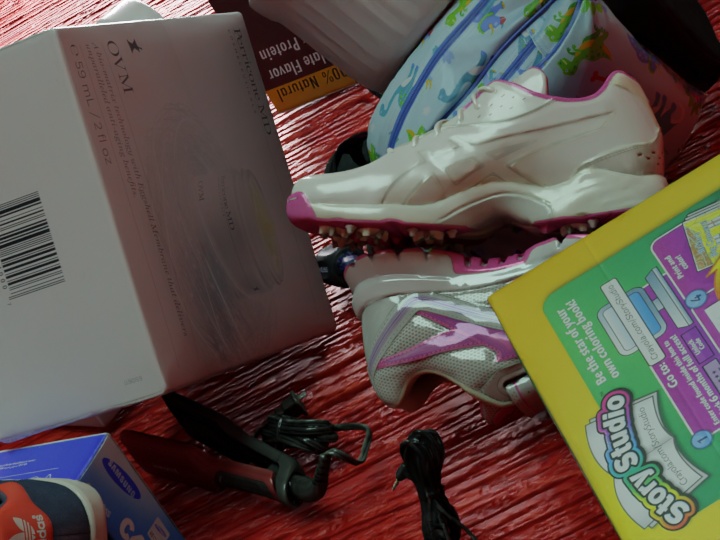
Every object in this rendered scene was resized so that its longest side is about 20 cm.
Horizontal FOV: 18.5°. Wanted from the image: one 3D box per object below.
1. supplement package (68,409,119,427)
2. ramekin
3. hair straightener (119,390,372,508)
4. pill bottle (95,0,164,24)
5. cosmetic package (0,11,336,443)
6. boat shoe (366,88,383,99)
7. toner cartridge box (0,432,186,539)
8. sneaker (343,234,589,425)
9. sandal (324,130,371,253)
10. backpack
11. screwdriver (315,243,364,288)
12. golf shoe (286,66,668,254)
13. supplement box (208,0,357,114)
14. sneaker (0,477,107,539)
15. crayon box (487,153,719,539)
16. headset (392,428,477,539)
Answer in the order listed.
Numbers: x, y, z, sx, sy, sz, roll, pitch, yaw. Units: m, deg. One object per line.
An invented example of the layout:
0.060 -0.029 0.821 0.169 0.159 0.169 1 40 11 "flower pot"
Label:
-0.167 -0.011 1.420 0.121 0.120 0.200 -2 40 50 "supplement package"
0.035 -0.198 1.282 0.201 0.098 0.200 -49 -3 -3 "ramekin"
-0.057 0.088 1.220 0.077 0.041 0.199 -46 24 -24 "hair straightener"
-0.215 -0.105 1.633 0.200 0.115 0.114 -45 29 -22 "pill bottle"
-0.132 -0.030 1.249 0.122 0.201 0.200 -17 1 27 "cosmetic package"
0.030 -0.133 1.423 0.067 0.072 0.200 9 21 -7 "boat shoe"
-0.195 0.149 1.217 0.199 0.095 0.043 -11 34 36 "toner cartridge box"
0.090 0.034 1.125 0.198 0.081 0.089 -5 79 20 "sneaker"
0.018 -0.054 1.366 0.075 0.048 0.201 -33 27 0 "sandal"
0.097 -0.089 1.226 0.199 0.163 0.155 -33 48 18 "backpack"
0.000 0.000 1.260 0.200 0.028 0.029 -160 87 -79 "screwdriver"
0.060 -0.055 1.136 0.198 0.092 0.075 -3 -8 3 "golf shoe"
-0.013 -0.254 1.559 0.196 0.201 0.133 -19 30 26 "supplement box"
-0.226 0.141 1.129 0.199 0.076 0.084 -16 -10 34 "sneaker"
0.171 0.044 0.982 0.172 0.058 0.201 -32 41 5 "crayon box"
0.004 0.148 0.985 0.122 0.095 0.200 -4 17 25 "headset"
